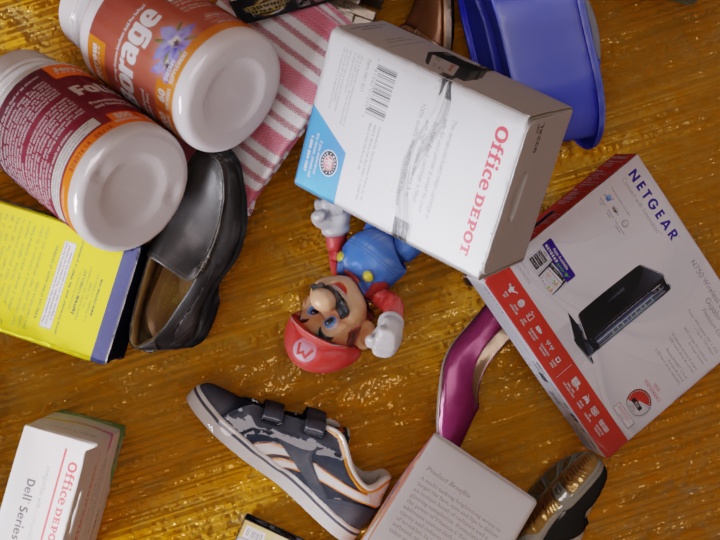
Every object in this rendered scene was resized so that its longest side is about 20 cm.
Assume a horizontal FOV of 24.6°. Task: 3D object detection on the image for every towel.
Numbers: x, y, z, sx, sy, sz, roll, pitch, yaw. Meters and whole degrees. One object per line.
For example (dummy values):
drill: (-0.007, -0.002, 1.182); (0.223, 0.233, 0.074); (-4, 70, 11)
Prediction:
towel: (-0.096, -0.163, 1.465); (0.146, 0.030, 0.201); (40, 101, 26)

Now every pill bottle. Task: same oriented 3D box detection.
pill bottle: (-0.171, -0.192, 1.424); (0.199, 0.112, 0.113); (35, 90, 35)
pill bottle: (-0.247, -0.109, 1.415); (0.200, 0.114, 0.115); (36, 90, 39)

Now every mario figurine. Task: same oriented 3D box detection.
mario figurine: (0.000, 0.000, 1.454); (0.106, 0.123, 0.201); (37, 84, -26)

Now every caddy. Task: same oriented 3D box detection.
caddy: (0.158, -0.198, 1.434); (0.104, 0.141, 0.202); (-16, 101, -9)

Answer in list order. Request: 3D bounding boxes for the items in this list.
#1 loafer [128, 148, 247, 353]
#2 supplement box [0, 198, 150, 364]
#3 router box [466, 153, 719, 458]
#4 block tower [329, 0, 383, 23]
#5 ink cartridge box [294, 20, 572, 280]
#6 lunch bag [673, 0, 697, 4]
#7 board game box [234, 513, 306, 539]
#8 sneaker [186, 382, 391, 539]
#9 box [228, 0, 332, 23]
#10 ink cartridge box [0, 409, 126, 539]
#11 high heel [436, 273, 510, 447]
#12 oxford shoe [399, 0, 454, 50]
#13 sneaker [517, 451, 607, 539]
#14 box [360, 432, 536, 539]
loafer: (-0.151, -0.015, 1.438); (0.072, 0.072, 0.202); (26, 115, 26)
supplement box: (-0.295, 0.001, 1.459); (0.198, 0.109, 0.111); (18, 89, 1)
router box: (0.221, 0.029, 1.454); (0.179, 0.049, 0.201); (-39, 103, -9)
block tower: (-0.010, -0.238, 1.487); (0.057, 0.054, 0.202); (19, 89, 1)
ink cartridge box: (0.058, -0.104, 1.377); (0.199, 0.083, 0.146); (28, 116, 26)
lunch bag: (0.275, -0.344, 1.427); (0.121, 0.170, 0.202); (9, 94, -1)
board game box: (-0.042, 0.324, 1.494); (0.198, 0.035, 0.137); (25, 90, 0)
sneaker: (-0.060, 0.152, 1.475); (0.200, 0.078, 0.080); (40, 95, -11)
box: (-0.032, -0.333, 1.443); (0.198, 0.050, 0.200); (-15, 66, 8)
ink cartridge box: (-0.260, 0.189, 1.412); (0.067, 0.200, 0.118); (15, 89, 0)
high heel: (0.126, 0.074, 1.475); (0.095, 0.067, 0.202); (12, 86, 11)
oxford shoe: (0.050, -0.202, 1.481); (0.070, 0.071, 0.202); (5, 91, 5)
sneaker: (0.171, 0.257, 1.481); (0.087, 0.076, 0.201); (33, 99, -6)
box: (0.042, 0.264, 1.404); (0.106, 0.152, 0.201); (33, 67, 4)
